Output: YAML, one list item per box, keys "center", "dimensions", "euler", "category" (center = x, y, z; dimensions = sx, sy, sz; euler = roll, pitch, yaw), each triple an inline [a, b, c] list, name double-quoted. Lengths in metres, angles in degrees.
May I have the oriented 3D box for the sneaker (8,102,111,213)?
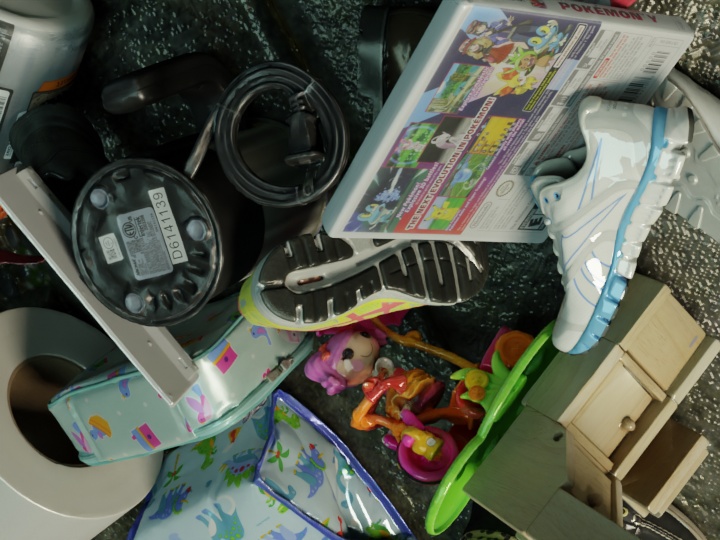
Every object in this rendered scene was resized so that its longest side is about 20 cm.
- center: [-0.190, -0.042, 1.028]
  dimensions: [0.076, 0.091, 0.200]
  euler: [-40, 133, 15]
  category: "sneaker"

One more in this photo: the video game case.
- center: [0.092, -0.092, 0.855]
  dimensions: [0.200, 0.182, 0.023]
  euler: [-58, 43, 41]
  category: "video game case"

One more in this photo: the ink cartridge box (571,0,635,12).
- center: [0.106, -0.247, 0.844]
  dimensions: [0.200, 0.083, 0.146]
  euler: [47, 123, -6]
  category: "ink cartridge box"

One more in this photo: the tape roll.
- center: [-0.290, 0.151, 1.141]
  dimensions: [0.139, 0.203, 0.203]
  euler: [-38, 98, 32]
  category: "tape roll"

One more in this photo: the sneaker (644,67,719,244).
- center: [0.244, -0.075, 0.891]
  dimensions: [0.200, 0.080, 0.076]
  euler: [49, 141, 16]
  category: "sneaker"

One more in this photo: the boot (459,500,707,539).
- center: [0.166, 0.219, 1.022]
  dimensions: [0.200, 0.151, 0.073]
  euler: [29, 124, 4]
  category: "boot"

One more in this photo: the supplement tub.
- center: [-0.293, -0.140, 1.037]
  dimensions: [0.122, 0.123, 0.200]
  euler: [32, 124, 4]
  category: "supplement tub"

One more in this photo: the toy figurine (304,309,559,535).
- center: [0.034, 0.075, 0.999]
  dimensions: [0.184, 0.200, 0.150]
  euler: [29, 146, 21]
  category: "toy figurine"

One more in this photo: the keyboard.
- center: [-0.186, 0.009, 0.930]
  dimensions: [0.011, 0.056, 0.200]
  euler: [-36, 96, 26]
  category: "keyboard"

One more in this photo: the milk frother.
- center: [-0.073, -0.066, 0.944]
  dimensions: [0.200, 0.188, 0.181]
  euler: [5, 107, 21]
  category: "milk frother"

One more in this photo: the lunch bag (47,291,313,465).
- center: [-0.138, 0.082, 1.073]
  dimensions: [0.200, 0.160, 0.077]
  euler: [-18, 103, 35]
  category: "lunch bag"

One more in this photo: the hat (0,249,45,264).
- center: [-0.340, -0.027, 1.136]
  dimensions: [0.176, 0.166, 0.200]
  euler: [-32, 70, 3]
  category: "hat"

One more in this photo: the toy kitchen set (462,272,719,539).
- center: [0.221, 0.144, 0.912]
  dimensions: [0.163, 0.180, 0.200]
  euler: [43, 82, -31]
  category: "toy kitchen set"

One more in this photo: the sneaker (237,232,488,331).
- center: [0.000, 0.000, 0.938]
  dimensions: [0.090, 0.200, 0.078]
  euler: [-26, 74, 57]
  category: "sneaker"

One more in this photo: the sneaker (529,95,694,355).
- center: [0.149, -0.033, 0.882]
  dimensions: [0.087, 0.075, 0.200]
  euler: [18, 124, 5]
  category: "sneaker"

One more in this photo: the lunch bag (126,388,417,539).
- center: [-0.071, 0.226, 1.146]
  dimensions: [0.170, 0.127, 0.200]
  euler: [-29, 122, 31]
  category: "lunch bag"

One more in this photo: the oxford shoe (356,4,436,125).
- center: [0.046, -0.091, 0.959]
  dimensions: [0.084, 0.073, 0.200]
  euler: [2, 120, 11]
  category: "oxford shoe"
